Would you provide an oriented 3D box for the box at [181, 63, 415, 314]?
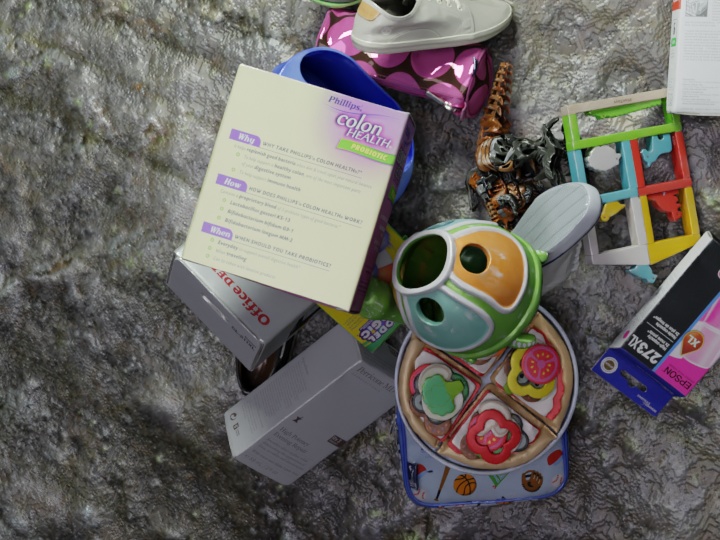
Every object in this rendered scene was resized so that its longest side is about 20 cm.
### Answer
[{"bbox_3d":[-0.059,-0.078,1.392,0.175,0.097,0.201,17,90,7],"label":"box"}]

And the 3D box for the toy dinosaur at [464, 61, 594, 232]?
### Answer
[{"bbox_3d":[0.169,-0.119,1.543,0.135,0.102,0.201,-3,117,34],"label":"toy dinosaur"}]

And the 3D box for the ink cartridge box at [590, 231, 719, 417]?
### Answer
[{"bbox_3d":[0.347,0.064,1.519,0.094,0.037,0.200,36,108,-7],"label":"ink cartridge box"}]

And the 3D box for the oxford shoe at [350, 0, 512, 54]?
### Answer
[{"bbox_3d":[0.081,-0.275,1.509,0.075,0.199,0.058,41,136,49],"label":"oxford shoe"}]

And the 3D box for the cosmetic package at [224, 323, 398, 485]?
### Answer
[{"bbox_3d":[-0.050,0.153,1.625,0.200,0.101,0.074,-38,44,20],"label":"cosmetic package"}]

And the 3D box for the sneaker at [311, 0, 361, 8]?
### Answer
[{"bbox_3d":[0.017,-0.349,1.560,0.198,0.077,0.084,-11,136,11],"label":"sneaker"}]

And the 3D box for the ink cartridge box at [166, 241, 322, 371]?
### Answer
[{"bbox_3d":[-0.098,-0.009,1.580,0.146,0.200,0.083,45,151,8],"label":"ink cartridge box"}]

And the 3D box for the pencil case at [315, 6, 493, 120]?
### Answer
[{"bbox_3d":[0.045,-0.229,1.563,0.199,0.091,0.094,17,66,19],"label":"pencil case"}]

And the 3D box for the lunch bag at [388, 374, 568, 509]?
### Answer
[{"bbox_3d":[0.130,0.177,1.566,0.198,0.076,0.162,-4,104,0],"label":"lunch bag"}]

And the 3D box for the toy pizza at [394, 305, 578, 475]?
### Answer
[{"bbox_3d":[0.135,0.120,1.508,0.198,0.032,0.202,0,92,1],"label":"toy pizza"}]

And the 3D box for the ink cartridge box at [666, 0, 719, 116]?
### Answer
[{"bbox_3d":[0.381,-0.261,1.467,0.108,0.050,0.202,2,96,3],"label":"ink cartridge box"}]

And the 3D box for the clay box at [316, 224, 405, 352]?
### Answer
[{"bbox_3d":[0.000,0.000,1.510,0.115,0.048,0.200,-46,122,2],"label":"clay box"}]

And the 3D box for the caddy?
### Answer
[{"bbox_3d":[-0.029,-0.148,1.521,0.200,0.105,0.142,41,68,-28],"label":"caddy"}]

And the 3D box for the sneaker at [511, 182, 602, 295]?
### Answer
[{"bbox_3d":[0.204,-0.028,1.499,0.200,0.070,0.074,-44,42,50],"label":"sneaker"}]

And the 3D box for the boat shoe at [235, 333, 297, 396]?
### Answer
[{"bbox_3d":[-0.107,0.051,1.660,0.071,0.068,0.202,12,96,19],"label":"boat shoe"}]

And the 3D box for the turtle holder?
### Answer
[{"bbox_3d":[0.090,0.009,1.437,0.185,0.131,0.142,22,87,48],"label":"turtle holder"}]

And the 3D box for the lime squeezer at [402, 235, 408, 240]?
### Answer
[{"bbox_3d":[0.122,0.037,1.594,0.199,0.038,0.071,34,121,8],"label":"lime squeezer"}]

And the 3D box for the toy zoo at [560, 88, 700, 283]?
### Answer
[{"bbox_3d":[0.291,-0.086,1.505,0.130,0.020,0.202,-12,93,-14],"label":"toy zoo"}]
